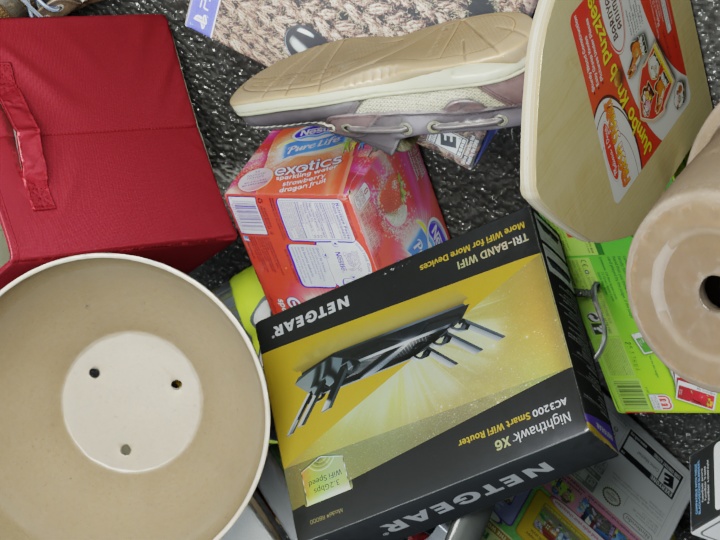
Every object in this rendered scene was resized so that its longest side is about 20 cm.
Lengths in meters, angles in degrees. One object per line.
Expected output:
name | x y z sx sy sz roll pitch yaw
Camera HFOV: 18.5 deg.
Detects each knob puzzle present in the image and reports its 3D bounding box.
knob puzzle | 0.130 -0.104 1.230 0.030 0.220 0.220 8 132 33

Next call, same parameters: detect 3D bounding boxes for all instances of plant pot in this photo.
plant pot | 0.239 -0.011 1.221 0.200 0.175 0.200 13 113 35
plant pot | -0.151 0.089 1.394 0.200 0.200 0.134 33 -178 1

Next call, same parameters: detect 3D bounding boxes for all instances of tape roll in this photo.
tape roll | -0.093 0.165 1.547 0.203 0.037 0.203 56 177 4

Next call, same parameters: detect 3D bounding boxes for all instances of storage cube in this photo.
storage cube | -0.220 -0.057 1.465 0.200 0.180 0.171 -34 70 46

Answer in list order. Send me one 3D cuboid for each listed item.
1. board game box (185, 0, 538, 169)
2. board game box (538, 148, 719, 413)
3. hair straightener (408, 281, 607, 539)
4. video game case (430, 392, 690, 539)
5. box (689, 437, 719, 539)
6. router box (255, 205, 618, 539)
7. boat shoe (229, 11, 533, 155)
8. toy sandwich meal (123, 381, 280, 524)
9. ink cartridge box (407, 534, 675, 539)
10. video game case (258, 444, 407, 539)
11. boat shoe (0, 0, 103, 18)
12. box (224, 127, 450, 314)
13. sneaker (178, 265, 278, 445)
board game box | 0.017 -0.183 1.305 0.200 0.097 0.159 27 137 8
board game box | 0.186 0.001 1.403 0.102 0.048 0.200 -3 127 33
hair straightener | 0.105 0.095 1.373 0.077 0.200 0.041 26 171 35
video game case | 0.120 0.140 1.471 0.200 0.182 0.022 42 139 -8
box | 0.313 0.121 1.394 0.117 0.060 0.200 22 143 -24
router box | 0.043 0.072 1.359 0.200 0.157 0.052 -24 149 18
boat shoe | 0.017 -0.097 1.259 0.200 0.072 0.065 -8 118 30
toy sandwich meal | -0.094 0.140 1.690 0.205 0.070 0.205 17 135 18
ink cartridge box | 0.134 0.233 1.478 0.198 0.200 0.047 10 136 -25
video game case | 0.008 0.203 1.545 0.022 0.200 0.182 -45 138 9
boat shoe | -0.214 -0.187 1.465 0.200 0.072 0.072 -21 114 42
box | 0.000 0.000 1.483 0.100 0.095 0.200 2 129 31
sneaker | -0.088 0.067 1.520 0.081 0.200 0.074 -20 113 2
